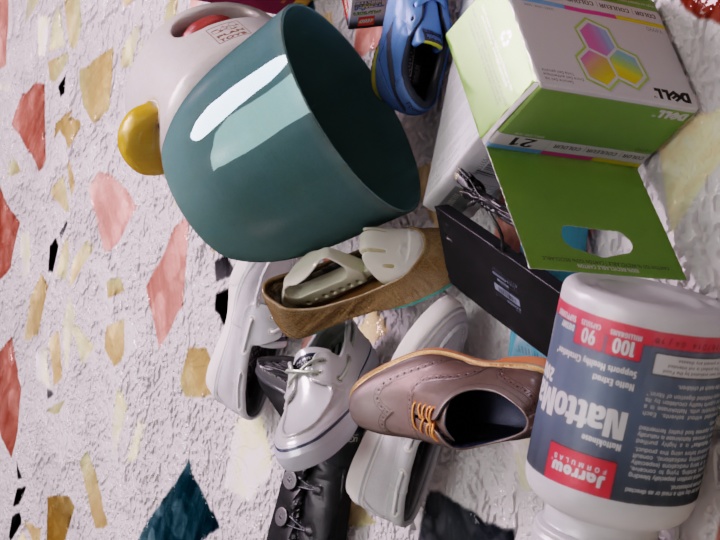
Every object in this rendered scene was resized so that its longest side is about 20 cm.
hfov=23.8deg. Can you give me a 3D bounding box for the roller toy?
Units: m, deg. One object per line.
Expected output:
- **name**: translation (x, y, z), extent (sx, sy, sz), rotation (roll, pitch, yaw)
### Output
- **roller toy**: translation (-0.118, -0.149, 1.602), extent (0.183, 0.200, 0.140), rotation (-56, 38, 8)

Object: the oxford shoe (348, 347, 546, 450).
- **oxford shoe**: translation (0.062, 0.101, 1.304), extent (0.200, 0.073, 0.071), rotation (-9, 101, 37)

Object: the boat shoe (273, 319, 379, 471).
- **boat shoe**: translation (-0.039, 0.098, 1.453), extent (0.073, 0.200, 0.067), rotation (-19, 107, 18)

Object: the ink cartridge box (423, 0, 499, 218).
- **ink cartridge box**: translation (0.107, -0.160, 1.350), extent (0.163, 0.057, 0.200), rotation (128, 159, -67)

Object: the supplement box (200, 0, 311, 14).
- **supplement box**: translation (-0.133, -0.333, 1.638), extent (0.103, 0.200, 0.131), rotation (-37, 54, 50)

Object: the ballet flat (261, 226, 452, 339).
- **ballet flat**: translation (0.000, 0.000, 1.427), extent (0.200, 0.072, 0.068), rotation (-19, 47, 29)

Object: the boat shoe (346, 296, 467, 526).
- **boat shoe**: translation (0.052, 0.120, 1.402), extent (0.068, 0.072, 0.200), rotation (32, 107, 26)

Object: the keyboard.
- **keyboard**: translation (0.113, -0.006, 1.281), extent (0.200, 0.021, 0.127), rotation (38, 147, 52)

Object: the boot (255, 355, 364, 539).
- **boot**: translation (-0.061, 0.195, 1.590), extent (0.165, 0.066, 0.200), rotation (31, 117, 57)

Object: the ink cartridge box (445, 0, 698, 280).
- **ink cartridge box**: translation (0.161, -0.098, 1.181), extent (0.076, 0.148, 0.200), rotation (-48, 48, 43)

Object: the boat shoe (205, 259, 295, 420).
- **boat shoe**: translation (-0.095, 0.054, 1.657), extent (0.068, 0.072, 0.200), rotation (38, 115, 35)

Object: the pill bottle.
- **pill bottle**: translation (0.176, 0.111, 1.156), extent (0.120, 0.119, 0.200), rotation (25, 108, 57)

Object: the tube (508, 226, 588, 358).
- **tube**: translation (0.145, -0.010, 1.298), extent (0.077, 0.050, 0.200), rotation (-147, 60, -64)

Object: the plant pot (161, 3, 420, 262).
- **plant pot**: translation (-0.071, -0.100, 1.456), extent (0.161, 0.200, 0.201), rotation (-29, 57, 20)

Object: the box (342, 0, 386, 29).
- **box**: translation (-0.007, -0.333, 1.551), extent (0.110, 0.035, 0.200), rotation (102, 160, -65)

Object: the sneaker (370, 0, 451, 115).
- **sneaker**: translation (0.054, -0.231, 1.444), extent (0.078, 0.066, 0.201), rotation (-153, 66, -64)
